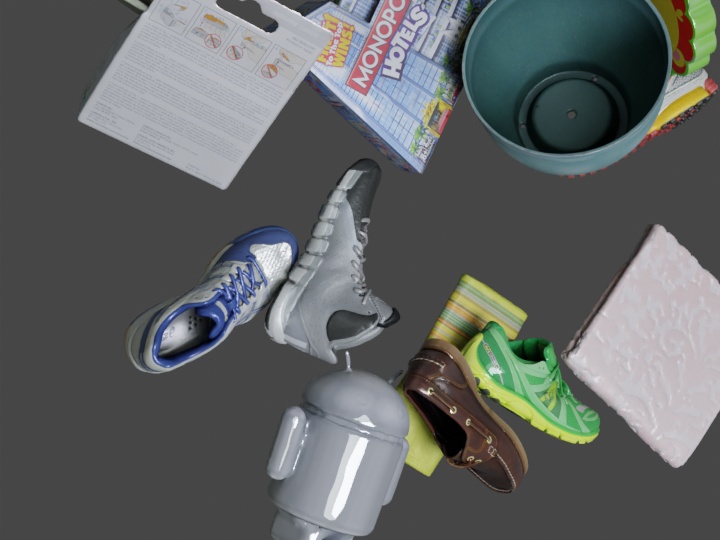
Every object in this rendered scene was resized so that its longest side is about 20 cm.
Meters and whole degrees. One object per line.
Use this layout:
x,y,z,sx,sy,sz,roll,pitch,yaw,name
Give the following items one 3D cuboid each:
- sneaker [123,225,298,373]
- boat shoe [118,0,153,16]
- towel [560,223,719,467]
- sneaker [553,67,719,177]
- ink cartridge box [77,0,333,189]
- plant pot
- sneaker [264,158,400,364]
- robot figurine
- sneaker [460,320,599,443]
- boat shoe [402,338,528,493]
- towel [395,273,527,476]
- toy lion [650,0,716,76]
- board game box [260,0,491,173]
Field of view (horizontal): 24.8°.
-0.130,0.034,1.561,0.200,0.088,0.075,-41,108,-13,sneaker
-0.199,-0.266,1.498,0.200,0.072,0.061,28,91,-20,boat shoe
0.328,0.080,1.767,0.200,0.032,0.191,42,73,-22,towel
0.271,-0.164,1.709,0.199,0.078,0.082,-31,81,-11,sneaker
-0.143,-0.185,1.494,0.160,0.050,0.200,25,119,-22,ink cartridge box
0.206,-0.176,1.613,0.199,0.134,0.202,-4,69,9,plant pot
0.000,0.000,1.590,0.115,0.075,0.201,28,90,13,sneaker
-0.021,0.182,1.610,0.169,0.113,0.201,21,89,-44,robot figurine
0.187,0.117,1.694,0.200,0.074,0.084,33,89,-33,sneaker
0.101,0.161,1.646,0.200,0.070,0.071,54,47,-28,boat shoe
0.089,0.108,1.698,0.086,0.018,0.201,33,85,-19,towel
0.275,-0.289,1.619,0.068,0.192,0.201,-28,106,-16,toy lion
0.011,-0.228,1.593,0.199,0.062,0.201,26,88,-24,board game box
